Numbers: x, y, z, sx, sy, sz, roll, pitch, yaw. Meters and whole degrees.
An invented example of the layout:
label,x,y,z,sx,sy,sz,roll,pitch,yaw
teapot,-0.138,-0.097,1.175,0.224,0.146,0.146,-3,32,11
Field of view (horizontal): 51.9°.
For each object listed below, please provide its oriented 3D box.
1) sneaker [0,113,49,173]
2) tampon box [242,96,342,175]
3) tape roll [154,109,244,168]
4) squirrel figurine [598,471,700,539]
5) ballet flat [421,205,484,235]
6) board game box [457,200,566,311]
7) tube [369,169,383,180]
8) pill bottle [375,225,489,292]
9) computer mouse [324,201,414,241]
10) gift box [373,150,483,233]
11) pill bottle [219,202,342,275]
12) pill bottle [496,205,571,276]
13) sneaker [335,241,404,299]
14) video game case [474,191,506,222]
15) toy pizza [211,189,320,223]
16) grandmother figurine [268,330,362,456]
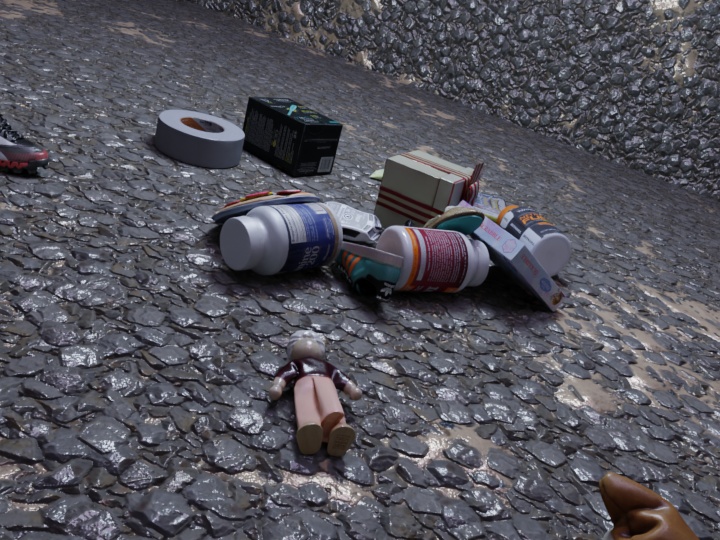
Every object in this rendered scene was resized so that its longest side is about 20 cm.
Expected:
label,x,y,z,sx,sy,sz,roll,pitch,yaw
sneaker,-0.644,-0.237,1.302,0.196,0.100,0.071,18,21,-2
tampon box,-0.170,-0.330,1.805,0.198,0.129,0.149,31,26,31
tape roll,-0.365,-0.301,1.683,0.196,0.067,0.201,15,23,-7
squirrel figurine,0.266,0.321,0.657,0.197,0.144,0.186,23,30,21
ballet flat,0.160,-0.086,1.419,0.070,0.199,0.066,27,53,-29
board game box,0.289,-0.029,1.444,0.200,0.041,0.200,41,4,-42
tube,0.127,-0.242,1.913,0.195,0.053,0.058,7,-21,12
pill bottle,0.133,-0.018,1.340,0.196,0.115,0.113,3,26,-30
computer mouse,0.004,-0.083,1.472,0.196,0.044,0.111,18,45,7
gift box,0.157,-0.153,1.569,0.184,0.188,0.199,25,30,23
pill bottle,-0.132,-0.052,1.232,0.110,0.113,0.198,33,28,34
pill bottle,0.376,-0.075,1.650,0.104,0.108,0.201,7,25,-22
sneaker,0.000,0.000,1.271,0.070,0.082,0.199,16,-1,-29
video game case,0.293,-0.174,1.914,0.177,0.026,0.201,18,23,1
toy pizza,-0.170,-0.118,1.319,0.196,0.032,0.200,-11,-2,0
grandmother figurine,-0.055,0.143,0.922,0.119,0.061,0.201,17,24,-24
